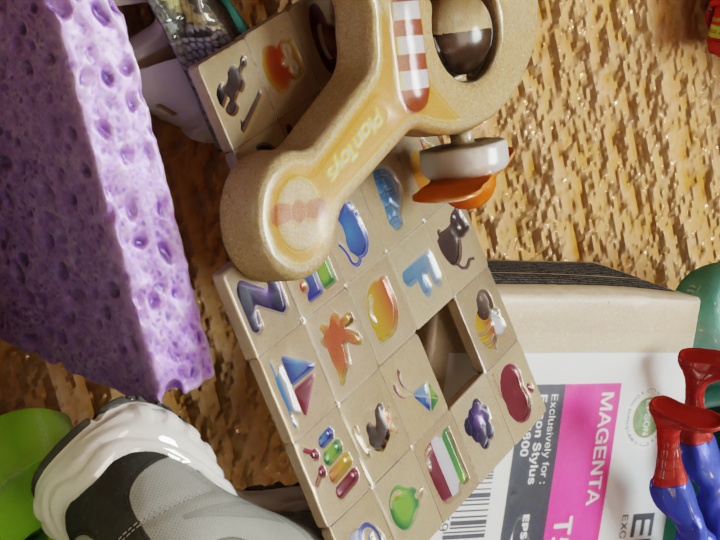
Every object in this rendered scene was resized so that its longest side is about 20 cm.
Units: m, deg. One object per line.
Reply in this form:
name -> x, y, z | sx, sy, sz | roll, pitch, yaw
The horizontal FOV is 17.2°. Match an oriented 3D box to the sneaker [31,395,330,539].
sneaker -> -0.039, 0.116, 0.865 | 0.074, 0.079, 0.200 | -45, 143, 11

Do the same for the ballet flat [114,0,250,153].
ballet flat -> -0.078, -0.103, 0.897 | 0.072, 0.072, 0.201 | -42, 125, -23

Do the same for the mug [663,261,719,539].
mug -> 0.220, 0.084, 1.121 | 0.114, 0.151, 0.186 | -41, 144, -43

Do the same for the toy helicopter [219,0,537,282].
toy helicopter -> 0.011, -0.060, 0.887 | 0.200, 0.078, 0.133 | -52, 130, -37

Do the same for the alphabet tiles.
alphabet tiles -> 0.000, 0.000, 0.899 | 0.167, 0.008, 0.201 | -39, 110, -53

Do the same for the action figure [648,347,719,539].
action figure -> 0.177, 0.139, 1.060 | 0.065, 0.098, 0.201 | -48, 145, -45

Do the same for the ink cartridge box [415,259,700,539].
ink cartridge box -> 0.058, 0.099, 1.050 | 0.164, 0.075, 0.202 | 0, 101, -39

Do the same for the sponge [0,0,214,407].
sponge -> -0.115, -0.057, 0.838 | 0.030, 0.111, 0.202 | -29, 119, -33

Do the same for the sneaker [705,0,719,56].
sneaker -> 0.188, -0.137, 1.096 | 0.085, 0.077, 0.200 | -47, 127, -13

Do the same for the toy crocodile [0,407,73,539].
toy crocodile -> -0.097, 0.129, 0.920 | 0.061, 0.068, 0.201 | -28, 125, 5
